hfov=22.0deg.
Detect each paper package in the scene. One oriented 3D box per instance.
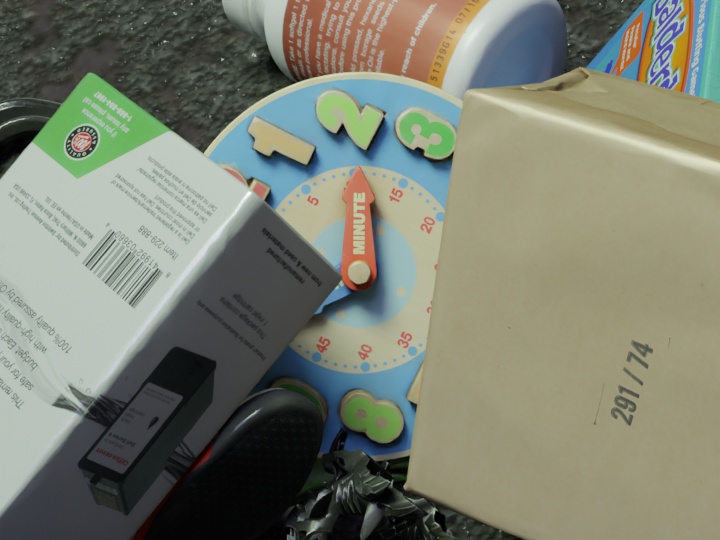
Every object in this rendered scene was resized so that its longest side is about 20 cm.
[{"bbox_3d":[0.129,0.030,0.817,0.190,0.201,0.103,20,22,31],"label":"paper package"}]

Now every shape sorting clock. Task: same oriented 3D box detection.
[{"bbox_3d":[0.000,0.000,0.943,0.199,0.201,0.039,-14,6,4],"label":"shape sorting clock"}]

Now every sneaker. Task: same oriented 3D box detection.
[{"bbox_3d":[-0.101,0.108,0.917,0.202,0.067,0.108,-55,40,23],"label":"sneaker"}]

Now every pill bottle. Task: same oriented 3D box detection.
[{"bbox_3d":[0.015,-0.148,1.109,0.199,0.112,0.112,29,65,31],"label":"pill bottle"}]

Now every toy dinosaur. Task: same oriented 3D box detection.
[{"bbox_3d":[-0.021,0.156,0.900,0.200,0.102,0.136,43,91,17],"label":"toy dinosaur"}]

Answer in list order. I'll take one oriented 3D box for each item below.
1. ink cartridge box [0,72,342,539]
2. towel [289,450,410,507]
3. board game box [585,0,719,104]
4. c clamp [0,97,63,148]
[{"bbox_3d":[-0.130,0.030,0.858,0.200,0.084,0.146,-50,49,-3],"label":"ink cartridge box"},{"bbox_3d":[-0.051,0.042,1.032,0.148,0.031,0.201,-15,51,4],"label":"towel"},{"bbox_3d":[0.149,-0.070,0.965,0.045,0.200,0.153,23,53,-13],"label":"board game box"},{"bbox_3d":[-0.200,-0.024,1.127,0.170,0.027,0.201,3,56,17],"label":"c clamp"}]
